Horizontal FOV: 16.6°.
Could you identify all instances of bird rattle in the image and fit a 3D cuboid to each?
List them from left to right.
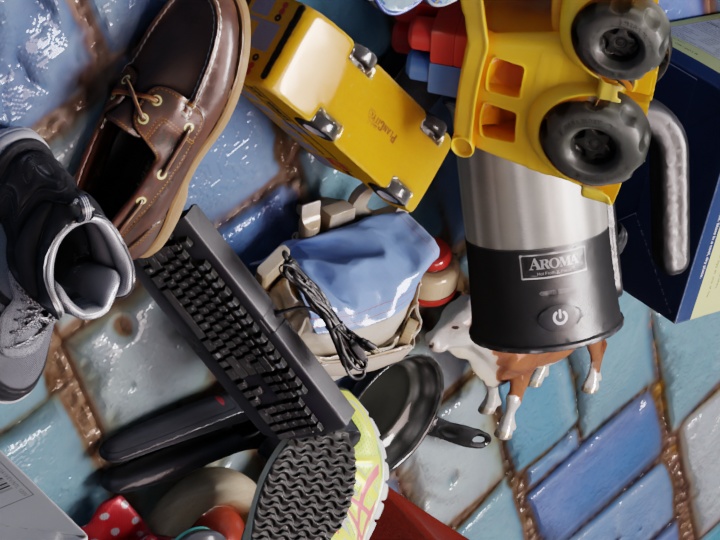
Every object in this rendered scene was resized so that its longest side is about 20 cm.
[{"bbox_3d":[-0.135,0.215,1.816,0.163,0.112,0.200,-52,132,-23],"label":"bird rattle"}]

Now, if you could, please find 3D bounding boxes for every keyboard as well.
[{"bbox_3d":[-0.067,0.036,1.655,0.200,0.127,0.021,52,36,-27],"label":"keyboard"}]

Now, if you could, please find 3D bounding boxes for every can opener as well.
[{"bbox_3d":[-0.098,0.114,1.778,0.199,0.079,0.064,-10,114,-28],"label":"can opener"}]

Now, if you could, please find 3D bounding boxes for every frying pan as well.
[{"bbox_3d":[0.046,0.106,1.952,0.190,0.031,0.115,-15,128,-45],"label":"frying pan"}]

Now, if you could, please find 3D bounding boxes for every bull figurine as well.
[{"bbox_3d":[0.132,0.059,1.976,0.200,0.065,0.122,-19,125,-40],"label":"bull figurine"}]

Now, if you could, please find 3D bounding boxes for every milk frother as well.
[{"bbox_3d":[0.137,-0.060,1.854,0.180,0.200,0.189,-13,108,-23],"label":"milk frother"}]

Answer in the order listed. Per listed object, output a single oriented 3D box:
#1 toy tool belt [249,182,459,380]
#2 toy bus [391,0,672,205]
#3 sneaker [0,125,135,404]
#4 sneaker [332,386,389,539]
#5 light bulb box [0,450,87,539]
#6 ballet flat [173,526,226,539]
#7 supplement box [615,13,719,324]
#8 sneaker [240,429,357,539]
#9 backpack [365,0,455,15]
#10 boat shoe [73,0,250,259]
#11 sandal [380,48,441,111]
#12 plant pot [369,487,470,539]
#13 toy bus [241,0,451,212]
[{"bbox_3d":[0.000,0.000,1.745,0.200,0.125,0.123,-27,144,-33],"label":"toy tool belt"},{"bbox_3d":[0.114,-0.166,1.637,0.136,0.191,0.201,-68,170,-45],"label":"toy bus"},{"bbox_3d":[-0.201,0.018,1.541,0.075,0.114,0.201,-21,132,-36],"label":"sneaker"},{"bbox_3d":[-0.028,0.184,1.832,0.090,0.078,0.201,31,61,-72],"label":"sneaker"},{"bbox_3d":[-0.276,0.212,1.540,0.124,0.198,0.201,-20,132,-35],"label":"light bulb box"},{"bbox_3d":[-0.138,0.273,1.707,0.073,0.073,0.200,10,118,-51],"label":"ballet flat"},{"bbox_3d":[0.294,-0.090,1.985,0.199,0.134,0.201,-14,128,-41],"label":"supplement box"},{"bbox_3d":[-0.065,0.200,1.756,0.070,0.093,0.201,19,81,-21],"label":"sneaker"},{"bbox_3d":[0.037,-0.281,1.545,0.183,0.147,0.200,-43,139,-18],"label":"backpack"},{"bbox_3d":[-0.132,-0.092,1.567,0.070,0.070,0.201,-3,120,-51],"label":"boat shoe"},{"bbox_3d":[0.084,-0.188,1.754,0.076,0.043,0.201,25,98,-53],"label":"sandal"},{"bbox_3d":[0.055,0.325,2.012,0.200,0.176,0.200,-53,144,-1],"label":"plant pot"},{"bbox_3d":[-0.016,-0.112,1.668,0.065,0.078,0.200,-62,144,-8],"label":"toy bus"}]
